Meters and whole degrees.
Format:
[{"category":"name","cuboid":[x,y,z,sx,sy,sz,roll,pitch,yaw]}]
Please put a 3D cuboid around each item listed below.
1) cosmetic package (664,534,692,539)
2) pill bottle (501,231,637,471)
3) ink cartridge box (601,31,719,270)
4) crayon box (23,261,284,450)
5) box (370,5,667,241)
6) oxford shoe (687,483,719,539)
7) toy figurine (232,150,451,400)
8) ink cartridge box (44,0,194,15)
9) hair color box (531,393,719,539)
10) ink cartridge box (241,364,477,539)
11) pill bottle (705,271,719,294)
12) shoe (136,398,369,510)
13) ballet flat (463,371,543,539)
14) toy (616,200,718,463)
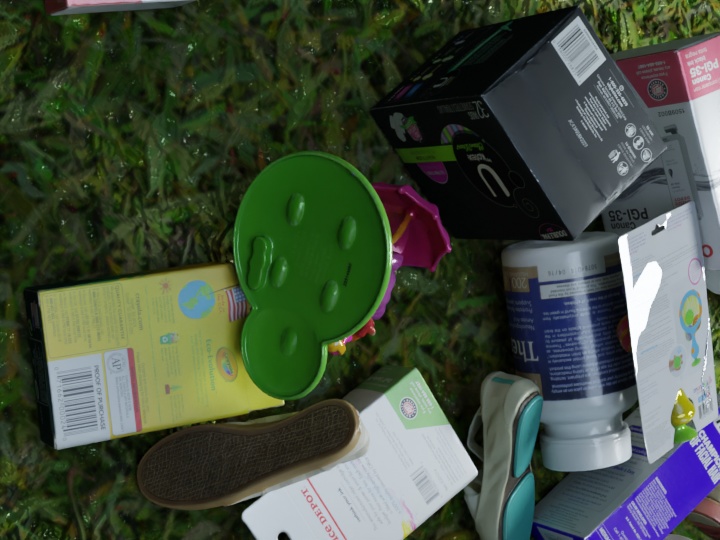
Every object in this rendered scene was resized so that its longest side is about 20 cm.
[{"category":"cosmetic package","cuboid":[0.262,0.366,1.486,0.164,0.164,0.202,-26,102,-22]},{"category":"pill bottle","cuboid":[0.191,0.072,1.470,0.110,0.111,0.203,-10,96,-25]},{"category":"ink cartridge box","cuboid":[0.284,-0.102,1.482,0.082,0.146,0.202,-22,101,-35]},{"category":"crayon box","cuboid":[-0.166,0.064,1.329,0.198,0.051,0.129,-8,95,-25]},{"category":"box","cuboid":[0.129,-0.119,1.383,0.124,0.199,0.149,-42,108,-19]},{"category":"oxford shoe","cuboid":[0.407,0.253,1.606,0.199,0.070,0.075,36,71,-24]},{"category":"toy figurine","cuboid":[0.000,0.000,1.355,0.183,0.149,0.202,-8,117,-58]},{"category":"ink cartridge box","cuboid":[-0.197,-0.309,1.291,0.115,0.067,0.203,-8,96,-25]},{"category":"hair color box","cuboid":[0.257,0.194,1.508,0.200,0.109,0.065,-42,108,-18]},{"category":"ink cartridge box","cuboid":[-0.011,0.186,1.399,0.199,0.067,0.118,-37,105,-21]},{"category":"pill bottle","cuboid":[0.430,-0.009,1.580,0.198,0.116,0.117,10,87,-26]},{"category":"shoe","cuboid":[-0.086,0.155,1.331,0.198,0.053,0.071,-14,69,14]},{"category":"ballet flat","cuboid":[0.124,0.178,1.461,0.069,0.069,0.202,-11,121,-25]},{"category":"toy","cuboid":[0.256,0.052,1.423,0.115,0.047,0.202,-23,106,-42]}]
